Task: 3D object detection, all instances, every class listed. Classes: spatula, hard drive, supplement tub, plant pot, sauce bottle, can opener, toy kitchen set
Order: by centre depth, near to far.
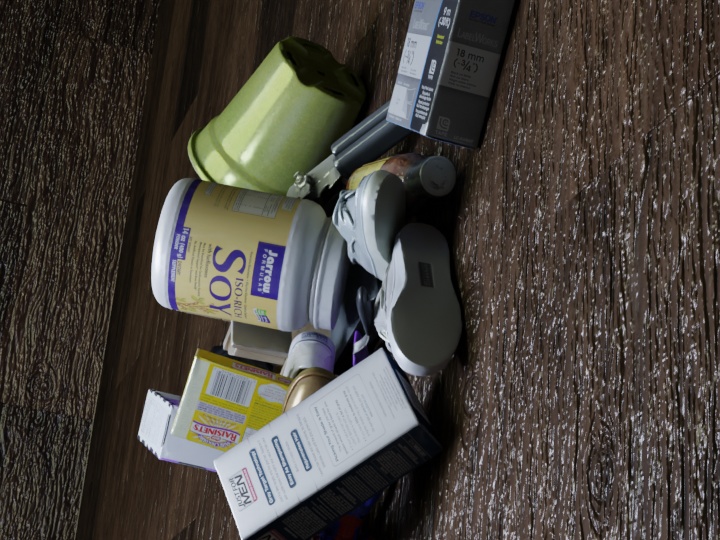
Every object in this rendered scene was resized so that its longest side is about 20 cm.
[{"bbox_3d":[0.003,0.066,1.567,0.201,0.020,0.057,93,180,-62],"label":"spatula"},{"bbox_3d":[0.042,-0.088,1.586,0.200,0.065,0.067,178,104,-72],"label":"sauce bottle"},{"bbox_3d":[-0.115,-0.014,1.654,0.145,0.197,0.148,10,-90,-84],"label":"supplement tub"},{"bbox_3d":[-0.006,-0.123,1.706,0.200,0.066,0.053,-40,35,21],"label":"can opener"},{"bbox_3d":[0.000,0.000,1.721,0.140,0.032,0.202,119,156,-44],"label":"hard drive"},{"bbox_3d":[-0.132,0.099,1.793,0.164,0.197,0.182,-96,24,-49],"label":"toy kitchen set"},{"bbox_3d":[-0.092,-0.186,1.931,0.185,0.199,0.201,-55,25,28],"label":"plant pot"}]

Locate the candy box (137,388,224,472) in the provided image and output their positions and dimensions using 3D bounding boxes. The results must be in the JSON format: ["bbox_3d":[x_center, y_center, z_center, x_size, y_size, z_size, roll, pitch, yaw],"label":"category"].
[{"bbox_3d":[-0.187,0.212,1.950,0.200,0.166,0.073,-176,101,-74],"label":"candy box"}]

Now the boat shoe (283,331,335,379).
[{"bbox_3d":[-0.063,0.167,1.692,0.070,0.070,0.202,-82,3,-55],"label":"boat shoe"}]

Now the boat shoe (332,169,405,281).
[{"bbox_3d":[0.005,-0.046,1.542,0.201,0.071,0.071,77,-145,-66],"label":"boat shoe"}]

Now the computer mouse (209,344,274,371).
[{"bbox_3d":[-0.153,0.086,1.949,0.142,0.046,0.200,62,-166,5],"label":"computer mouse"}]

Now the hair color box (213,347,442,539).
[{"bbox_3d":[-0.032,0.174,1.427,0.199,0.061,0.101,-34,48,7],"label":"hair color box"}]

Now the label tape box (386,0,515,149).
[{"bbox_3d":[0.094,-0.234,1.524,0.144,0.062,0.203,-143,66,-71],"label":"label tape box"}]

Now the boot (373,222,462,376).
[{"bbox_3d":[0.051,0.051,1.472,0.201,0.073,0.096,-84,10,-50],"label":"boot"}]

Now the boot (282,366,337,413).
[{"bbox_3d":[-0.061,0.218,1.534,0.200,0.065,0.177,-86,9,-66],"label":"boot"}]

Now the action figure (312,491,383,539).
[{"bbox_3d":[-0.004,0.238,1.499,0.099,0.064,0.202,-91,19,-63],"label":"action figure"}]

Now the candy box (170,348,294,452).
[{"bbox_3d":[-0.096,0.160,1.634,0.026,0.198,0.103,-84,13,-63],"label":"candy box"}]
